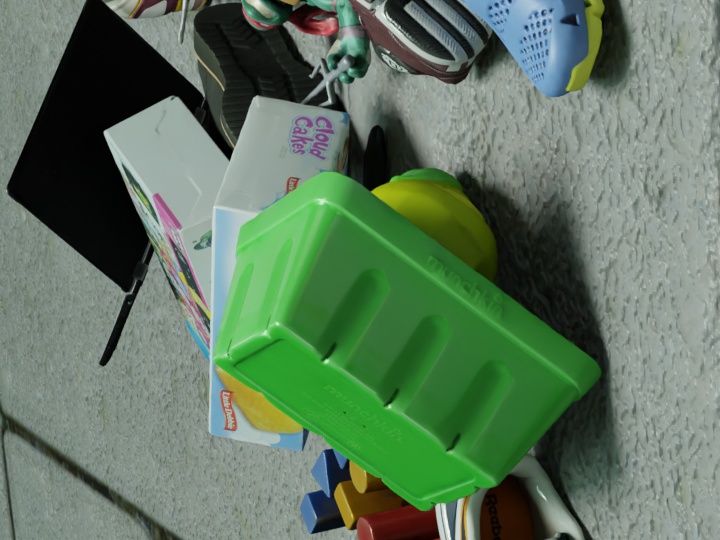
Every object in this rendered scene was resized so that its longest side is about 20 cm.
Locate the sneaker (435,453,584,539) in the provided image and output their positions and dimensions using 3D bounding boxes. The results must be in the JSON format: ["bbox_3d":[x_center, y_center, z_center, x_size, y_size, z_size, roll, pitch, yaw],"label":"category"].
[{"bbox_3d":[0.096,0.201,1.450,0.079,0.078,0.200,138,118,-65],"label":"sneaker"}]

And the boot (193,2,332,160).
[{"bbox_3d":[-0.065,-0.079,1.733,0.200,0.077,0.138,-110,16,-50],"label":"boot"}]

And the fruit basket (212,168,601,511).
[{"bbox_3d":[0.033,0.011,1.432,0.155,0.215,0.216,-29,72,59],"label":"fruit basket"}]

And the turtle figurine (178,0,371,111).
[{"bbox_3d":[-0.044,-0.199,1.557,0.200,0.150,0.101,-59,7,42],"label":"turtle figurine"}]

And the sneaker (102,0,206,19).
[{"bbox_3d":[-0.158,-0.279,1.823,0.075,0.090,0.200,-137,42,-55],"label":"sneaker"}]

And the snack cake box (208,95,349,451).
[{"bbox_3d":[-0.052,0.004,1.595,0.115,0.067,0.200,-71,-11,-47],"label":"snack cake box"}]

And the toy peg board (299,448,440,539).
[{"bbox_3d":[0.014,0.176,1.608,0.200,0.098,0.199,113,140,-52],"label":"toy peg board"}]

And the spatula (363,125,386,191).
[{"bbox_3d":[0.000,0.000,1.638,0.057,0.021,0.200,-53,-26,-69],"label":"spatula"}]

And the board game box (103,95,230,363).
[{"bbox_3d":[-0.101,-0.004,1.761,0.148,0.064,0.200,52,166,49],"label":"board game box"}]

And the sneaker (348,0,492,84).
[{"bbox_3d":[-0.005,-0.179,1.465,0.200,0.076,0.116,48,170,13],"label":"sneaker"}]

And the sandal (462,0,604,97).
[{"bbox_3d":[0.064,-0.168,1.356,0.200,0.087,0.080,59,148,36],"label":"sandal"}]

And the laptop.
[{"bbox_3d":[-0.197,-0.065,1.868,0.200,0.116,0.187,120,170,-58],"label":"laptop"}]
